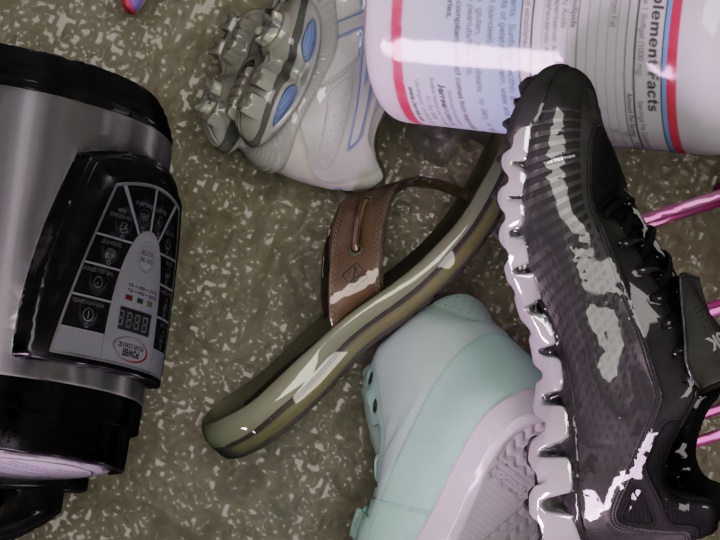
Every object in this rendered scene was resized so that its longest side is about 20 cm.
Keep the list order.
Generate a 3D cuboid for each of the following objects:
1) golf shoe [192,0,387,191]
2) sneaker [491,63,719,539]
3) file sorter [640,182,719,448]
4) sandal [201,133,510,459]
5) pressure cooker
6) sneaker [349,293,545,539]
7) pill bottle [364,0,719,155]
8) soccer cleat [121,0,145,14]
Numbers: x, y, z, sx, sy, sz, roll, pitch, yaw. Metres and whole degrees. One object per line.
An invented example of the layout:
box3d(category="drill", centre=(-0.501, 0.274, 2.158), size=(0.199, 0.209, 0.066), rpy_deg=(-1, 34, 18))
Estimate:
box3d(category="golf shoe", centre=(0.003, -0.131, 1.020), size=(0.097, 0.078, 0.200), rpy_deg=(27, 83, -28))
box3d(category="sneaker", centre=(0.106, 0.018, 0.871), size=(0.090, 0.066, 0.201), rpy_deg=(-3, 97, 27))
box3d(category="file sorter", centre=(0.156, 0.065, 0.976), size=(0.125, 0.139, 0.201), rpy_deg=(-18, 88, -5))
box3d(category="sandal", centre=(-0.001, 0.001, 0.993), size=(0.201, 0.080, 0.057), rpy_deg=(-43, 93, -6))
box3d(category="pressure cooker", centre=(-0.169, 0.016, 0.927), size=(0.175, 0.179, 0.201), rpy_deg=(9, 80, -16))
box3d(category="sneaker", centre=(0.024, 0.107, 1.001), size=(0.074, 0.118, 0.201), rpy_deg=(16, 116, -31))
box3d(category="pill bottle", centre=(0.110, -0.106, 0.929), size=(0.199, 0.109, 0.109), rpy_deg=(8, 85, 18))
box3d(category="soccer cleat", centre=(-0.183, -0.166, 0.997), size=(0.199, 0.068, 0.073), rpy_deg=(9, 89, -7))
